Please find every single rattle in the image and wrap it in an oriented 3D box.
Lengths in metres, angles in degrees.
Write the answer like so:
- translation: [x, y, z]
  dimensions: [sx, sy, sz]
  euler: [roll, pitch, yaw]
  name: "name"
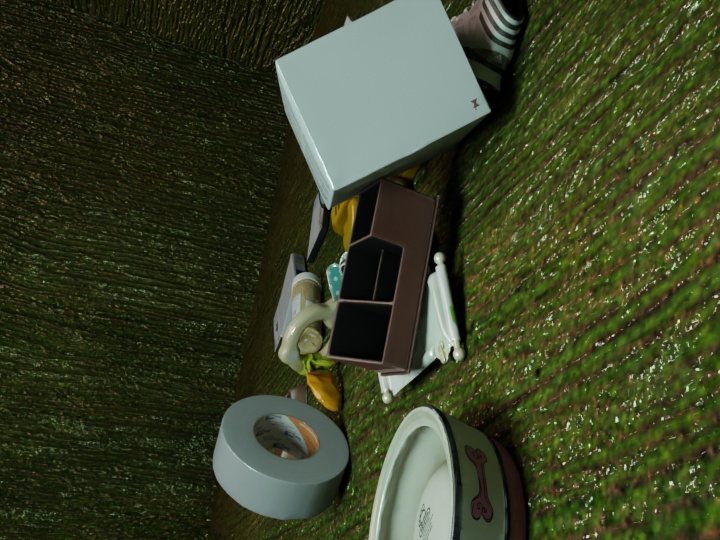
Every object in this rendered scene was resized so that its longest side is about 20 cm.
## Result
- translation: [-0.039, 0.102, 1.214]
  dimensions: [0.201, 0.130, 0.143]
  euler: [-50, 26, -1]
  name: "rattle"

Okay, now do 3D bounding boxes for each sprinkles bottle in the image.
- translation: [-0.114, 0.088, 1.539]
  dimensions: [0.202, 0.066, 0.069]
  euler: [-96, 24, -55]
  name: "sprinkles bottle"

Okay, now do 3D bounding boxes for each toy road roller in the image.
- translation: [0.021, -0.115, 1.079]
  dimensions: [0.201, 0.119, 0.149]
  euler: [120, 145, -52]
  name: "toy road roller"

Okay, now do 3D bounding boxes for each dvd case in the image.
- translation: [-0.100, -0.140, 1.821]
  dimensions: [0.144, 0.017, 0.204]
  euler: [119, 161, -51]
  name: "dvd case"

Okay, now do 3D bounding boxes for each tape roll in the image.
- translation: [-0.117, 0.272, 1.080]
  dimensions: [0.201, 0.195, 0.068]
  euler: [-104, 31, -64]
  name: "tape roll"

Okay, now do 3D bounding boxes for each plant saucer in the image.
- translation: [-0.154, 0.338, 1.538]
  dimensions: [0.200, 0.031, 0.206]
  euler: [-167, 89, -77]
  name: "plant saucer"

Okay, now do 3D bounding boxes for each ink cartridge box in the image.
- translation: [-0.183, 0.084, 1.897]
  dimensions: [0.200, 0.039, 0.205]
  euler: [-110, 35, -67]
  name: "ink cartridge box"

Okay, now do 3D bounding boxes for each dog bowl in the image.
- translation: [0.069, 0.222, 0.612]
  dimensions: [0.200, 0.072, 0.206]
  euler: [-166, 89, -77]
  name: "dog bowl"

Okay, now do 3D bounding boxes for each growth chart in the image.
- translation: [0.057, 0.066, 0.847]
  dimensions: [0.200, 0.017, 0.149]
  euler: [132, 139, -54]
  name: "growth chart"

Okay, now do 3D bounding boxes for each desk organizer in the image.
- translation: [0.025, 0.008, 0.818]
  dimensions: [0.071, 0.075, 0.206]
  euler: [-21, 55, 64]
  name: "desk organizer"

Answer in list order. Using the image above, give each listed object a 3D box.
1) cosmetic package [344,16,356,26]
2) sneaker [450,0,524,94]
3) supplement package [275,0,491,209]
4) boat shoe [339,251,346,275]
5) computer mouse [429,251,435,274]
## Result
- translation: [-0.005, -0.377, 1.432]
  dimensions: [0.085, 0.105, 0.205]
  euler: [-106, 31, -64]
  name: "cosmetic package"
- translation: [0.141, -0.289, 0.866]
  dimensions: [0.117, 0.074, 0.201]
  euler: [-63, 24, 17]
  name: "sneaker"
- translation: [0.018, -0.185, 0.833]
  dimensions: [0.150, 0.187, 0.200]
  euler: [64, 176, -1]
  name: "supplement package"
- translation: [0.000, 0.000, 1.140]
  dimensions: [0.073, 0.067, 0.204]
  euler: [117, 161, -44]
  name: "boat shoe"
- translation: [0.046, 0.042, 0.959]
  dimensions: [0.111, 0.043, 0.203]
  euler: [-95, 22, -50]
  name: "computer mouse"
